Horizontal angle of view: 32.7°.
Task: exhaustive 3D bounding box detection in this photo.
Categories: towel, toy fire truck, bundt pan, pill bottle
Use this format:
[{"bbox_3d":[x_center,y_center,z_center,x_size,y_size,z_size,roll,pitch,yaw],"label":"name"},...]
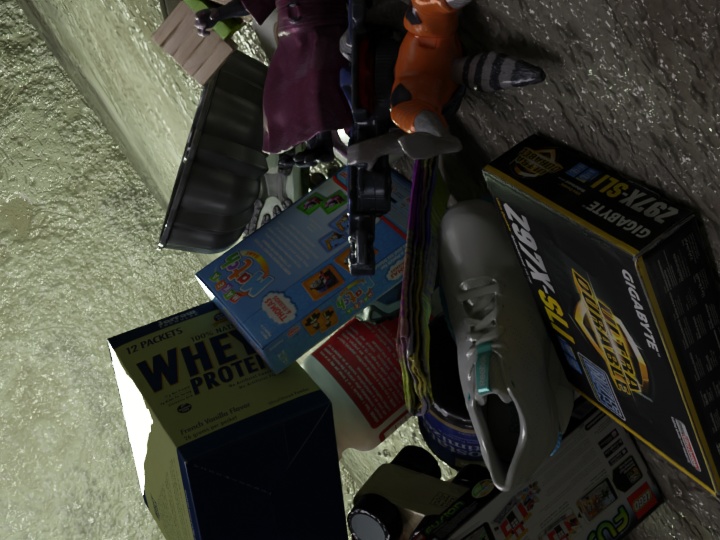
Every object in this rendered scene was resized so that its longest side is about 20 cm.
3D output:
[{"bbox_3d":[0.049,-0.002,0.917,0.144,0.022,0.202,76,-161,-63],"label":"towel"},{"bbox_3d":[0.095,0.270,1.111,0.174,0.129,0.202,12,125,31],"label":"toy fire truck"},{"bbox_3d":[-0.125,-0.107,1.142,0.075,0.205,0.202,16,174,-10],"label":"bundt pan"},{"bbox_3d":[0.105,0.116,1.110,0.112,0.111,0.201,50,168,23],"label":"pill bottle"},{"bbox_3d":[0.012,0.103,1.210,0.112,0.199,0.112,49,170,12],"label":"pill bottle"}]

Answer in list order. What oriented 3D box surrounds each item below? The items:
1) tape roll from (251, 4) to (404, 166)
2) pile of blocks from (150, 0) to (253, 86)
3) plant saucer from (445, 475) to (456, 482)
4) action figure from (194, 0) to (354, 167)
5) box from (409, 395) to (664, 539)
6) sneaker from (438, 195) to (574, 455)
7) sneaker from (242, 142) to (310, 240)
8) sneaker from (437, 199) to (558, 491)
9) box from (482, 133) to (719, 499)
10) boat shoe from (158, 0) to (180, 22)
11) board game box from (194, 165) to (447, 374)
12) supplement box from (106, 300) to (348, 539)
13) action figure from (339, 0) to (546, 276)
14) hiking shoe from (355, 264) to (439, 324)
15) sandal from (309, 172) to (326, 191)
[{"bbox_3d":[-0.031,-0.173,1.041,0.204,0.037,0.203,53,169,16],"label":"tape roll"},{"bbox_3d":[-0.103,-0.250,0.976,0.081,0.062,0.202,23,121,8],"label":"pile of blocks"},{"bbox_3d":[0.162,0.239,1.214,0.198,0.037,0.201,17,169,3],"label":"plant saucer"},{"bbox_3d":[-0.027,-0.177,0.879,0.133,0.148,0.203,1,94,45],"label":"action figure"},{"bbox_3d":[0.140,0.200,0.970,0.111,0.199,0.035,59,164,-19],"label":"box"},{"bbox_3d":[0.113,0.038,0.932,0.081,0.076,0.202,-46,-54,-60],"label":"sneaker"},{"bbox_3d":[-0.074,-0.085,1.284,0.076,0.089,0.203,11,116,19],"label":"sneaker"},{"bbox_3d":[0.094,0.053,0.850,0.088,0.074,0.203,-33,-70,-64],"label":"sneaker"},{"bbox_3d":[0.165,0.026,0.770,0.160,0.049,0.201,42,163,55],"label":"box"},{"bbox_3d":[-0.154,-0.298,1.091,0.069,0.074,0.202,-82,-3,-47],"label":"boat shoe"},{"bbox_3d":[-0.033,-0.013,1.088,0.151,0.199,0.037,41,163,50],"label":"board game box"},{"bbox_3d":[-0.117,0.166,1.099,0.200,0.133,0.202,42,145,50],"label":"supplement box"},{"bbox_3d":[0.041,-0.096,0.780,0.193,0.103,0.203,-163,74,-82],"label":"action figure"},{"bbox_3d":[0.000,0.000,1.147,0.199,0.074,0.087,-17,112,43],"label":"hiking shoe"},{"bbox_3d":[-0.014,-0.055,1.286,0.200,0.054,0.082,-115,2,-66],"label":"sandal"}]
